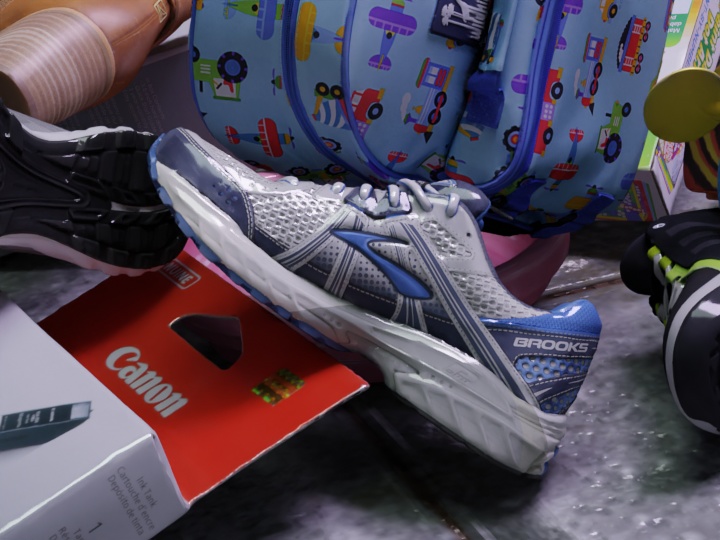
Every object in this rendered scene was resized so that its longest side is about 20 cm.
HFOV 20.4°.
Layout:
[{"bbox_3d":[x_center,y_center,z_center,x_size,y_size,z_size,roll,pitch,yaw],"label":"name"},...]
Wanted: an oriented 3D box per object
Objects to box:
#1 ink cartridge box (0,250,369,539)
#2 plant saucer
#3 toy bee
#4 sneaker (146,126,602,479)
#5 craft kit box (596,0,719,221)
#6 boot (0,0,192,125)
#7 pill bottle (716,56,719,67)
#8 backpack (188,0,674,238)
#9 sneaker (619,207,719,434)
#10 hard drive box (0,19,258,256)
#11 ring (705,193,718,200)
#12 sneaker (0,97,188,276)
[{"bbox_3d":[-0.117,0.046,0.801,0.173,0.044,0.200,-34,31,-16],"label":"ink cartridge box"},{"bbox_3d":[0.000,0.000,0.943,0.198,0.051,0.201,-5,22,2],"label":"plant saucer"},{"bbox_3d":[0.195,-0.063,0.812,0.130,0.110,0.199,-3,16,-34],"label":"toy bee"},{"bbox_3d":[0.008,-0.005,0.793,0.199,0.086,0.077,34,-2,0],"label":"sneaker"},{"bbox_3d":[0.093,-0.115,1.078,0.198,0.049,0.199,2,49,29],"label":"craft kit box"},{"bbox_3d":[-0.172,-0.106,0.982,0.199,0.074,0.155,3,32,37],"label":"boot"},{"bbox_3d":[0.233,-0.129,1.129,0.110,0.112,0.199,-20,26,-33],"label":"pill bottle"},{"bbox_3d":[0.028,-0.111,0.838,0.134,0.184,0.199,17,2,37],"label":"backpack"},{"bbox_3d":[0.146,0.016,0.852,0.082,0.073,0.200,10,15,22],"label":"sneaker"},{"bbox_3d":[-0.119,-0.091,1.086,0.198,0.077,0.156,-18,19,14],"label":"hard drive box"},{"bbox_3d":[0.258,-0.042,0.977,0.198,0.019,0.200,1,6,0],"label":"ring"},{"bbox_3d":[-0.163,-0.040,0.831,0.079,0.075,0.199,1,-13,44],"label":"sneaker"}]
